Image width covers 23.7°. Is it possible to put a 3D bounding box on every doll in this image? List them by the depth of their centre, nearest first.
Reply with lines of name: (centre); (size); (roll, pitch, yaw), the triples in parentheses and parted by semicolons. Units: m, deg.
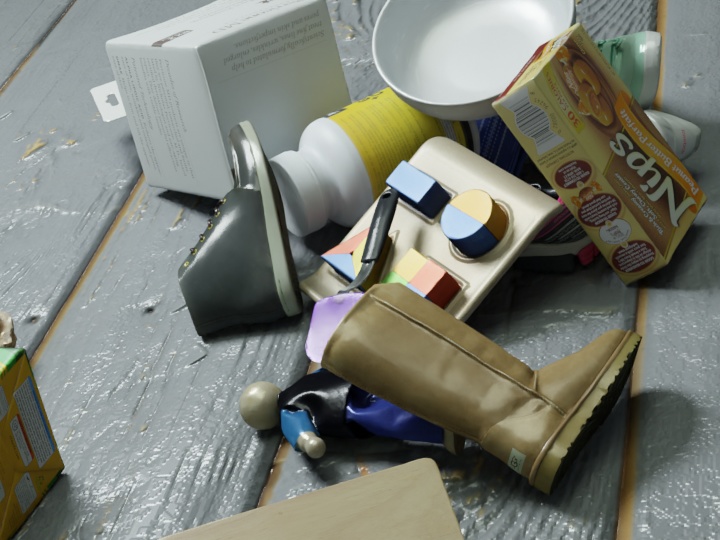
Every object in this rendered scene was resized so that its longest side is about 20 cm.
doll: (-0.009, 0.110, 1.368); (0.198, 0.049, 0.137); (2, 32, 25)

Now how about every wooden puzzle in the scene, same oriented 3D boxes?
wooden puzzle: (0.053, -0.027, 1.504); (0.200, 0.046, 0.185); (-46, 41, -7)

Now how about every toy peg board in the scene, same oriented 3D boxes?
toy peg board: (-0.014, 0.251, 1.106); (0.198, 0.098, 0.200); (-16, 45, -4)

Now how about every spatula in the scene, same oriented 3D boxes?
spatula: (0.000, 0.000, 1.460); (0.056, 0.021, 0.201); (-9, 39, 30)

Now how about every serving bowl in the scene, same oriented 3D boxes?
serving bowl: (0.115, -0.217, 1.638); (0.198, 0.066, 0.202); (-12, 53, 16)

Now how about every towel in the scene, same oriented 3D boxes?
towel: (0.125, -0.176, 1.737); (0.024, 0.146, 0.200); (9, 17, -30)

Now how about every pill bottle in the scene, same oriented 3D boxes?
pill bottle: (0.010, -0.110, 1.678); (0.199, 0.113, 0.112); (-26, 31, -23)

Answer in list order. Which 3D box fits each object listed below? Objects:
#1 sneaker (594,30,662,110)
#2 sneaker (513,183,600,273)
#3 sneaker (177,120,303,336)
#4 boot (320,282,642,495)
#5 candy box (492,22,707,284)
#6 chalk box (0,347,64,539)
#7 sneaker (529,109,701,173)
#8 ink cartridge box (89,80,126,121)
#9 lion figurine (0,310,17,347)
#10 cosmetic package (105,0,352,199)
sneaker: (0.221, -0.195, 1.692); (0.117, 0.075, 0.200); (7, -6, -11)
sneaker: (0.118, -0.044, 1.557); (0.198, 0.075, 0.081); (-5, 31, 18)
sneaker: (-0.124, -0.042, 1.579); (0.105, 0.075, 0.202); (-15, 63, 4)
boot: (0.097, 0.061, 1.310); (0.199, 0.066, 0.175); (30, 46, 17)
candy box: (0.211, -0.102, 1.493); (0.055, 0.201, 0.116); (-28, 14, 42)
chalk box: (-0.364, 0.142, 1.384); (0.198, 0.125, 0.124); (2, 33, 23)
sneaker: (0.245, -0.124, 1.662); (0.099, 0.079, 0.199); (-6, 14, -38)
ink cartridge box: (-0.197, -0.189, 1.947); (0.198, 0.068, 0.115); (-18, 29, -9)
lion figurine: (-0.409, 0.077, 1.589); (0.199, 0.073, 0.123); (-26, 39, 6)
cosmetic package: (-0.131, -0.181, 1.770); (0.164, 0.166, 0.199); (-27, 21, -30)
